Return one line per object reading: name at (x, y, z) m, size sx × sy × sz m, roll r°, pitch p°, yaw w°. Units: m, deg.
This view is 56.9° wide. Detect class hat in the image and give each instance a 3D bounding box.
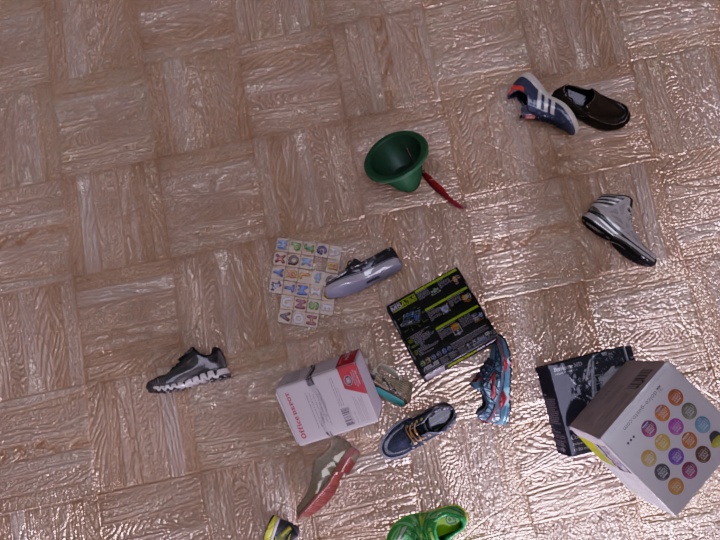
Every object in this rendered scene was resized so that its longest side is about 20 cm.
hat at (0.120, -0.214, 1.625) m, size 0.164 × 0.177 × 0.201 m, roll -35°, pitch 44°, yaw -2°

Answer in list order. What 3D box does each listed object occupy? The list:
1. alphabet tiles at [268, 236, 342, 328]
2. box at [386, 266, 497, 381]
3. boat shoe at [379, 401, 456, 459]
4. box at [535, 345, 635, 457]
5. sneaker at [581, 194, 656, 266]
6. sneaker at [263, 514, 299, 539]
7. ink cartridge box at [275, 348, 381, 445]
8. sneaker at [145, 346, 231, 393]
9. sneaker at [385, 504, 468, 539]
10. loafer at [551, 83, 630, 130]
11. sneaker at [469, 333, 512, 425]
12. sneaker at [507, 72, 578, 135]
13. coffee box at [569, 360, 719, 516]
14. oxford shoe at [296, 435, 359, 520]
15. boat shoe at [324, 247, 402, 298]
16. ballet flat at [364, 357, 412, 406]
alphabet tiles at (-0.137, 0.030, 1.597) m, size 0.162 × 0.008 × 0.206 m, roll 8°, pitch 81°, yaw 2°
box at (0.186, 0.122, 1.530) m, size 0.197 × 0.048 × 0.196 m, roll -29°, pitch 62°, yaw -3°
boat shoe at (0.128, 0.359, 1.495) m, size 0.197 × 0.091 × 0.072 m, roll -32°, pitch 81°, yaw -4°
box at (0.520, 0.290, 1.481) m, size 0.194 × 0.124 × 0.202 m, roll -13°, pitch 79°, yaw -1°
sneaker at (0.633, -0.107, 1.563) m, size 0.199 × 0.076 × 0.116 m, roll 39°, pitch 86°, yaw 9°
sneaker at (-0.187, 0.653, 1.464) m, size 0.082 × 0.075 × 0.206 m, roll 12°, pitch 81°, yaw 3°
ink cartridge box at (-0.069, 0.281, 1.473) m, size 0.195 × 0.083 × 0.150 m, roll -19°, pitch 102°, yaw 14°
sneaker at (-0.404, 0.228, 1.546) m, size 0.194 × 0.067 × 0.093 m, roll -13°, pitch 78°, yaw -5°
sneaker at (0.145, 0.571, 1.464) m, size 0.195 × 0.084 × 0.076 m, roll -22°, pitch 81°, yaw -1°
loafer at (0.563, -0.399, 1.614) m, size 0.195 × 0.071 × 0.075 m, roll 17°, pitch 81°, yaw 4°
sneaker at (0.297, 0.247, 1.515) m, size 0.093 × 0.079 × 0.206 m, roll 2°, pitch 81°, yaw 4°
sneaker at (0.439, -0.386, 1.617) m, size 0.084 × 0.075 × 0.200 m, roll -41°, pitch 72°, yaw -6°
coffee box at (0.573, 0.319, 1.312) m, size 0.200 × 0.200 × 0.198 m, roll -45°, pitch 84°, yaw -5°
oxford shoe at (-0.086, 0.470, 1.504) m, size 0.073 × 0.071 × 0.201 m, roll 35°, pitch 80°, yaw 28°
boat shoe at (0.000, 0.000, 1.572) m, size 0.196 × 0.070 × 0.067 m, roll -24°, pitch 63°, yaw 1°
ballet flat at (0.029, 0.247, 1.534) m, size 0.195 × 0.068 × 0.077 m, roll 20°, pitch 62°, yaw 5°
